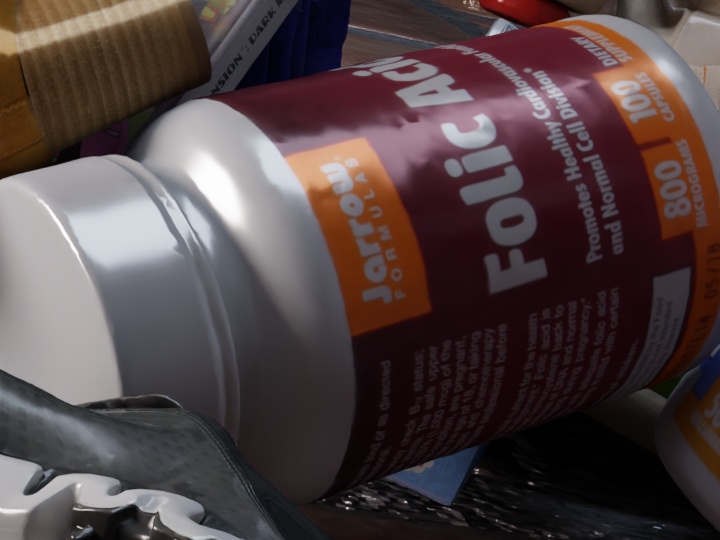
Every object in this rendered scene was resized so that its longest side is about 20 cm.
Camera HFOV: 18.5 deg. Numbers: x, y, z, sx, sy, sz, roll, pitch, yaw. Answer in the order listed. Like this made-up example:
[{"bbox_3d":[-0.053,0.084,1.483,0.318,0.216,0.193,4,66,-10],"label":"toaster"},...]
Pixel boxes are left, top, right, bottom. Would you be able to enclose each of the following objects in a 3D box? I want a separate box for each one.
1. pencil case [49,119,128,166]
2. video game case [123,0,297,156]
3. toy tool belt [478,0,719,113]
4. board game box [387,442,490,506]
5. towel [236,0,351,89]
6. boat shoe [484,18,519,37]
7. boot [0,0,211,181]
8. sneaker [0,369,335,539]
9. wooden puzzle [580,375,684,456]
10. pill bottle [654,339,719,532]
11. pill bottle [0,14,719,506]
[{"bbox_3d":[-0.164,-0.092,0.825,0.086,0.083,0.200,20,18,-46],"label":"pencil case"},{"bbox_3d":[-0.134,-0.088,0.879,0.199,0.182,0.023,22,-21,36],"label":"video game case"},{"bbox_3d":[0.109,-0.034,0.737,0.199,0.123,0.125,22,3,-20],"label":"toy tool belt"},{"bbox_3d":[-0.013,0.013,0.782,0.151,0.037,0.200,25,12,7],"label":"board game box"},{"bbox_3d":[-0.077,-0.112,0.966,0.147,0.201,0.050,14,24,13],"label":"towel"},{"bbox_3d":[0.051,-0.037,0.945,0.068,0.072,0.200,33,-28,-2],"label":"boat shoe"},{"bbox_3d":[-0.135,-0.066,0.657,0.143,0.071,0.201,-20,22,-12],"label":"boot"},{"bbox_3d":[-0.081,0.052,0.504,0.199,0.067,0.090,23,12,26],"label":"sneaker"},{"bbox_3d":[0.075,0.008,0.804,0.184,0.037,0.200,29,13,-10],"label":"wooden puzzle"},{"bbox_3d":[0.184,0.001,0.642,0.112,0.200,0.112,30,17,-10],"label":"pill bottle"},{"bbox_3d":[0.000,0.000,0.617,0.199,0.115,0.114,-16,25,-30],"label":"pill bottle"}]
